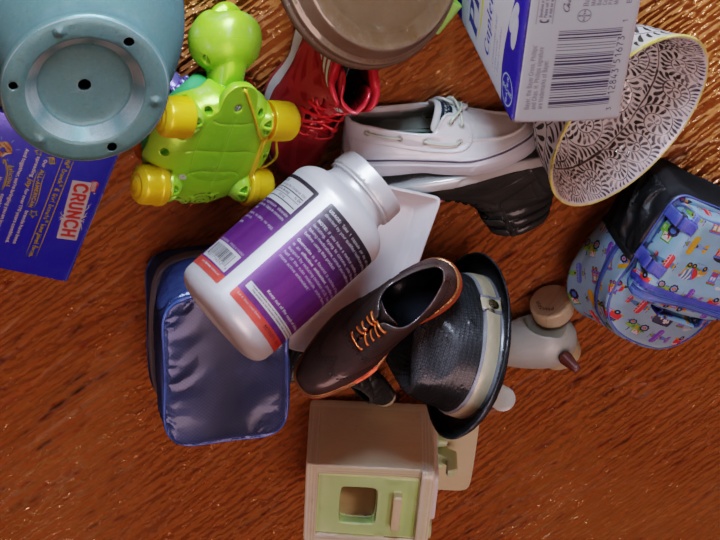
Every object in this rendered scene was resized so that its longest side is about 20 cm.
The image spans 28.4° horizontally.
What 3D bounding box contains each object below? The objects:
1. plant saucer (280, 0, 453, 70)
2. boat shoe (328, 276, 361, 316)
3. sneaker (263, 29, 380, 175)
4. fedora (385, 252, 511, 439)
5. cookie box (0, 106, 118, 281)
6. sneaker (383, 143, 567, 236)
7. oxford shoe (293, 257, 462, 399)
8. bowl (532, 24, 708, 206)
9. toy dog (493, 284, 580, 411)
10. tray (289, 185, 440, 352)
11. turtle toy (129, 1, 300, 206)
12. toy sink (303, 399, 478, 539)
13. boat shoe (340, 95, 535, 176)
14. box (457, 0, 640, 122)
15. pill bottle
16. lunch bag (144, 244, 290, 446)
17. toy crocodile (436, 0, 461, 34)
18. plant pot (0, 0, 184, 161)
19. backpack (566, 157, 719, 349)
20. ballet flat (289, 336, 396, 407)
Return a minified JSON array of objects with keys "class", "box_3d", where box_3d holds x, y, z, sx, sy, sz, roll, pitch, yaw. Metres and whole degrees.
[{"class":"plant saucer","box_3d":[0.013,-0.274,1.226,0.199,0.029,0.202,-6,101,-34]},{"class":"boat shoe","box_3d":[-0.009,0.007,1.490,0.064,0.071,0.201,-17,129,-1]},{"class":"sneaker","box_3d":[-0.039,-0.152,1.322,0.078,0.116,0.201,2,127,-17]},{"class":"fedora","box_3d":[0.078,0.071,1.483,0.091,0.201,0.201,14,123,-22]},{"class":"cookie box","box_3d":[-0.341,-0.092,1.310,0.199,0.075,0.172,14,123,-25]},{"class":"sneaker","box_3d":[0.117,-0.075,1.459,0.198,0.071,0.100,-11,126,-13]},{"class":"oxford shoe","box_3d":[0.010,0.053,1.401,0.200,0.071,0.073,-41,170,6]},{"class":"bowl","box_3d":[0.232,-0.169,1.384,0.200,0.094,0.201,-30,148,-21]},{"class":"toy dog","box_3d":[0.170,0.105,1.604,0.200,0.097,0.132,-38,128,15]},{"class":"tray","box_3d":[0.000,0.000,1.437,0.107,0.022,0.201,11,115,-16]},{"class":"turtle toy","box_3d":[-0.137,-0.146,1.306,0.145,0.101,0.201,-1,131,-35]},{"class":"toy sink","box_3d":[0.036,0.237,1.635,0.198,0.112,0.131,3,129,-2]},{"class":"boat shoe","box_3d":[0.079,-0.136,1.398,0.198,0.074,0.067,-10,132,-8]},{"class":"box","box_3d":[0.162,-0.259,1.238,0.104,0.201,0.185,-4,129,-10]},{"class":"pill bottle","box_3d":[-0.060,-0.018,1.325,0.200,0.112,0.113,-42,131,-10]},{"class":"lunch bag","box_3d":[-0.148,0.077,1.463,0.135,0.132,0.201,-4,117,-16]},{"class":"toy crocodile","box_3d":[0.012,-0.272,1.276,0.199,0.062,0.067,32,114,-35]},{"class":"plant pot","box_3d":[-0.234,-0.198,1.182,0.198,0.189,0.201,-8,129,-10]},{"class":"backpack","box_3d":[0.329,0.000,1.534,0.182,0.135,0.201,20,116,-30]},{"class":"ballet flat","box_3d":[-0.026,0.116,1.557,0.200,0.066,0.057,32,84,-51]}]
